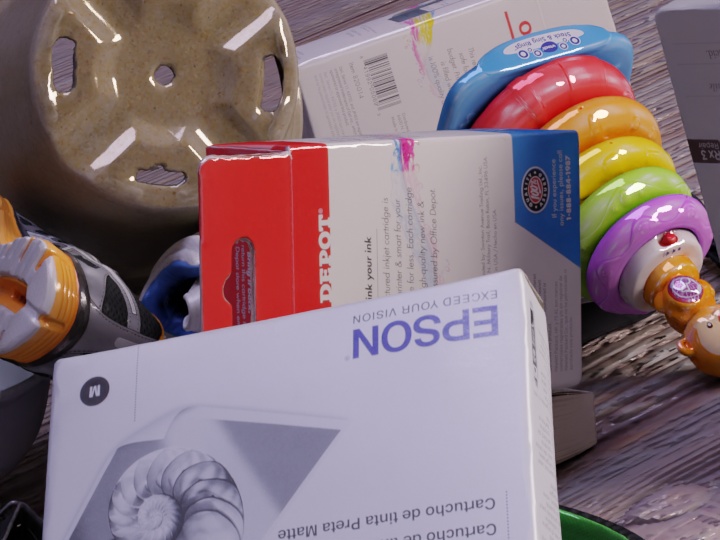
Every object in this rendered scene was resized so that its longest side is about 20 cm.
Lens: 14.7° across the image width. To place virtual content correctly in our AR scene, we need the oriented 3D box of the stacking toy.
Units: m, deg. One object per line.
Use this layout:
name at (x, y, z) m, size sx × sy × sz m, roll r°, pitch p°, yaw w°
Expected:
stacking toy at (0.126, -0.018, 1.356) m, size 0.115 × 0.110 × 0.200 m, roll -16°, pitch 48°, yaw -26°

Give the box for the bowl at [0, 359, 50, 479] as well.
bowl at (-0.247, 0.079, 1.429) m, size 0.199 × 0.091 × 0.201 m, roll -2°, pitch 21°, yaw 1°

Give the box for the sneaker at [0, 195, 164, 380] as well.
sneaker at (-0.159, 0.017, 1.380) m, size 0.077 × 0.079 × 0.200 m, roll 23°, pitch 4°, yaw -25°

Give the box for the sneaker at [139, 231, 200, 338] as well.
sneaker at (-0.013, 0.014, 1.342) m, size 0.199 × 0.081 × 0.146 m, roll 6°, pitch 18°, yaw 42°

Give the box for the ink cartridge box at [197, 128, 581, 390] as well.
ink cartridge box at (0.000, 0.000, 1.209) m, size 0.199 × 0.117 × 0.067 m, roll -4°, pitch 6°, yaw -35°

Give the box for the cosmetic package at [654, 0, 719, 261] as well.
cosmetic package at (0.210, -0.031, 1.183) m, size 0.081 × 0.201 × 0.113 m, roll -26°, pitch 16°, yaw -33°

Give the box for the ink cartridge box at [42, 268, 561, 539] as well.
ink cartridge box at (-0.024, 0.110, 1.023) m, size 0.198 × 0.041 × 0.201 m, roll -12°, pitch 59°, yaw 16°

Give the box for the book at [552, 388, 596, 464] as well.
book at (-0.003, 0.072, 1.316) m, size 0.133 × 0.048 × 0.199 m, roll -10°, pitch 10°, yaw -37°

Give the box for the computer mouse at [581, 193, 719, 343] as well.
computer mouse at (0.108, -0.003, 1.459) m, size 0.199 × 0.046 × 0.140 m, roll -19°, pitch 18°, yaw -9°

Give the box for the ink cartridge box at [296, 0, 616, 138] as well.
ink cartridge box at (0.061, -0.107, 1.720) m, size 0.199 × 0.118 × 0.067 m, roll -19°, pitch 14°, yaw -8°

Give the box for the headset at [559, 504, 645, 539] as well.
headset at (0.020, 0.090, 1.101) m, size 0.199 × 0.095 × 0.123 m, roll 10°, pitch 8°, yaw 14°

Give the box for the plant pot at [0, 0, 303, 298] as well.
plant pot at (-0.112, -0.089, 1.431) m, size 0.199 × 0.202 × 0.183 m, roll -20°, pitch 1°, yaw -12°

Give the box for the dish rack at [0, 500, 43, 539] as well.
dish rack at (-0.222, 0.097, 1.130) m, size 0.054 × 0.200 × 0.154 m, roll -38°, pitch 14°, yaw 22°
